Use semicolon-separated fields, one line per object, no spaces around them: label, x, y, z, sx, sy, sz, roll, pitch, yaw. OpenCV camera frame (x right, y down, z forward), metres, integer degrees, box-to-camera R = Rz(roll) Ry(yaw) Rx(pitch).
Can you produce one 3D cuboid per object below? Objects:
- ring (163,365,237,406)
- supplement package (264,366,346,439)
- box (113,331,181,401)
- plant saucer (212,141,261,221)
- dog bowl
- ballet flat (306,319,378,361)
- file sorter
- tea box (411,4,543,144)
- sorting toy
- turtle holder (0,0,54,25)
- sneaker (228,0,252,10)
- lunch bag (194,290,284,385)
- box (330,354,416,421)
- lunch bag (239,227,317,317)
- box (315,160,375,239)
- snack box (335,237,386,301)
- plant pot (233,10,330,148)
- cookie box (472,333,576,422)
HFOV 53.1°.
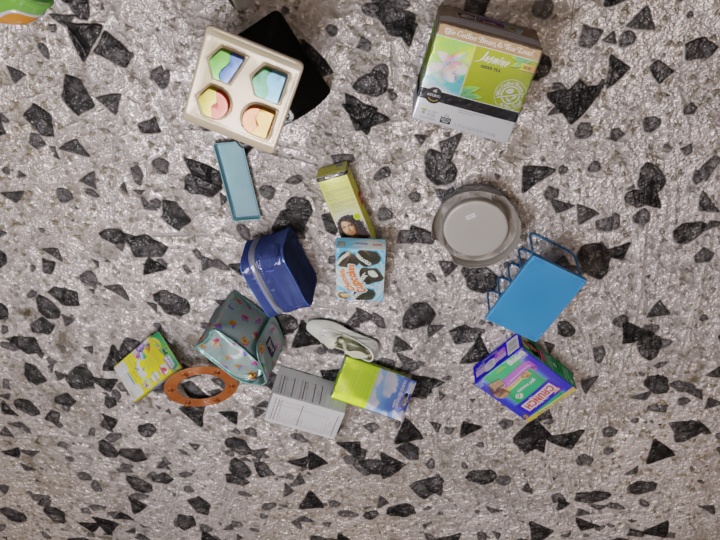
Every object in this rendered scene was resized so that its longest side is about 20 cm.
ring;-0.437;0.325;1.977;0.200;0.019;0.201;-7;140;-6
supplement package;-0.145;0.358;1.954;0.200;0.110;0.114;18;124;-6
box;-0.569;0.255;1.944;0.200;0.048;0.117;-37;83;29
plant saucer;-0.279;-0.203;1.643;0.070;0.019;0.200;-4;124;9
dog bowl;0.259;-0.104;1.624;0.200;0.059;0.200;3;124;4
ballet flat;-0.046;0.182;1.850;0.200;0.069;0.069;21;124;-8
file sorter;0.397;0.036;1.664;0.139;0.123;0.200;24;123;-10
tea box;0.219;-0.380;1.394;0.200;0.134;0.197;13;124;-3
sorting toy;-0.220;-0.326;1.327;0.185;0.036;0.200;20;124;-7
turtle holder;-0.683;-0.557;1.374;0.132;0.141;0.186;-31;117;26
sneaker;-0.272;-0.588;1.362;0.082;0.077;0.200;2;128;38
lunch bag;-0.288;0.177;1.808;0.200;0.170;0.122;38;122;-14
box;0.034;0.311;1.909;0.200;0.048;0.122;20;92;-7
lunch bag;-0.197;0.012;1.709;0.132;0.136;0.200;-14;123;16
box;-0.030;-0.144;1.635;0.075;0.050;0.200;-14;121;16
snack box;0.000;0.000;1.701;0.116;0.037;0.200;2;142;2
plant pot;-0.205;-0.359;1.432;0.200;0.177;0.200;-24;118;22
cookie box;0.421;0.277;1.854;0.200;0.075;0.171;35;120;-18
